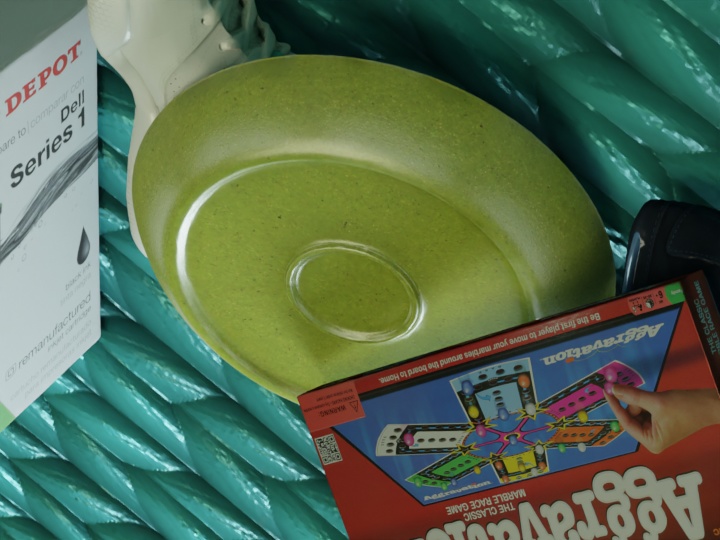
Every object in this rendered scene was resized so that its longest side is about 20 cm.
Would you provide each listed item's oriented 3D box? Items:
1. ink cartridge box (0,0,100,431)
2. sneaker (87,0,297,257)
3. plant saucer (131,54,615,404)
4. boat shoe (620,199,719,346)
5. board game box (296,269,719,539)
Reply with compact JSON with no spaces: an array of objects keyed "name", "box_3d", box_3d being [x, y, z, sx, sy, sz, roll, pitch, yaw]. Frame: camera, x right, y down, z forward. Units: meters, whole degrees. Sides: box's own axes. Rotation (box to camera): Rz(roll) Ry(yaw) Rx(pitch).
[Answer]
[{"name":"ink cartridge box","box_3d":[-0.185,-0.022,1.093,0.084,0.146,0.200,24,135,21]},{"name":"sneaker","box_3d":[-0.051,-0.081,1.007,0.088,0.075,0.200,12,137,20]},{"name":"plant saucer","box_3d":[0.000,0.000,1.002,0.199,0.031,0.200,12,138,11]},{"name":"boat shoe","box_3d":[0.116,0.059,0.981,0.069,0.084,0.201,30,120,27]},{"name":"board game box","box_3d":[0.065,0.073,0.963,0.200,0.019,0.103,-19,93,43]}]
